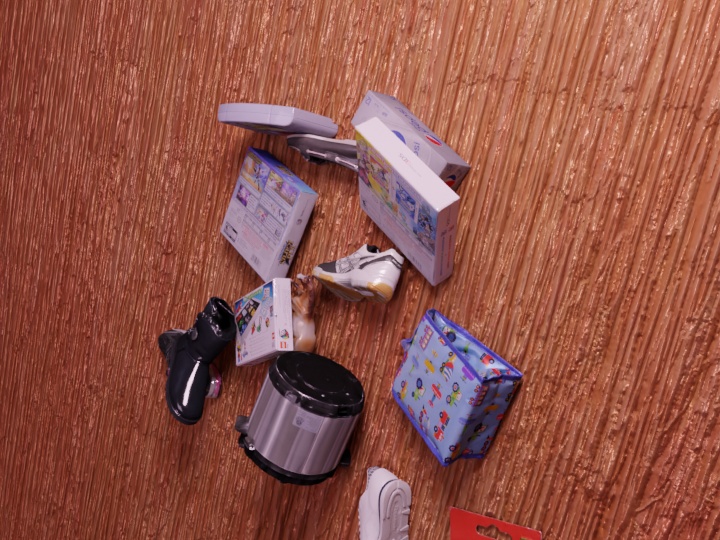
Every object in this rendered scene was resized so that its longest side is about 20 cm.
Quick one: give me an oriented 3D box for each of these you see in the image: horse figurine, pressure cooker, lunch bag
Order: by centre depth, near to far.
[{"bbox_3d":[0.120,0.164,1.114,0.200,0.093,0.152,42,119,43],"label":"lunch bag"},{"bbox_3d":[-0.103,0.258,1.241,0.175,0.178,0.202,34,111,32],"label":"pressure cooker"},{"bbox_3d":[-0.115,0.097,1.322,0.132,0.050,0.202,15,101,53],"label":"horse figurine"}]

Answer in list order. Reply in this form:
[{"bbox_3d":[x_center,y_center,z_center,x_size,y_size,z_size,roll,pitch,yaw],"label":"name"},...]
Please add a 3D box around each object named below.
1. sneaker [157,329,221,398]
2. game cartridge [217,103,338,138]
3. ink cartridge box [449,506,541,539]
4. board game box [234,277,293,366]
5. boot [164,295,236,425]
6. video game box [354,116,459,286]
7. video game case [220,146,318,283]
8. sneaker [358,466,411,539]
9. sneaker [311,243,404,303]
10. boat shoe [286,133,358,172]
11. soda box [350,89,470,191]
[{"bbox_3d":[-0.370,0.189,1.533,0.199,0.086,0.081,34,111,36],"label":"sneaker"},{"bbox_3d":[-0.154,-0.264,1.308,0.199,0.132,0.041,13,91,41],"label":"game cartridge"},{"bbox_3d":[0.183,0.466,1.079,0.161,0.050,0.202,2,95,41],"label":"ink cartridge box"},{"bbox_3d":[-0.179,0.098,1.351,0.200,0.034,0.128,-26,64,57],"label":"board game box"},{"bbox_3d":[-0.300,0.167,1.407,0.168,0.076,0.201,-45,40,34],"label":"boot"},{"bbox_3d":[0.066,-0.102,1.110,0.200,0.047,0.183,49,162,29],"label":"video game box"},{"bbox_3d":[-0.173,-0.104,1.369,0.200,0.045,0.183,42,118,42],"label":"video game case"},{"bbox_3d":[0.029,0.423,1.208,0.080,0.076,0.202,17,97,51],"label":"sneaker"},{"bbox_3d":[0.000,0.000,1.231,0.199,0.076,0.088,7,65,50],"label":"sneaker"},{"bbox_3d":[-0.055,-0.197,1.267,0.199,0.067,0.058,13,94,37],"label":"boat shoe"},{"bbox_3d":[0.075,-0.197,1.153,0.200,0.068,0.064,49,120,29],"label":"soda box"}]
